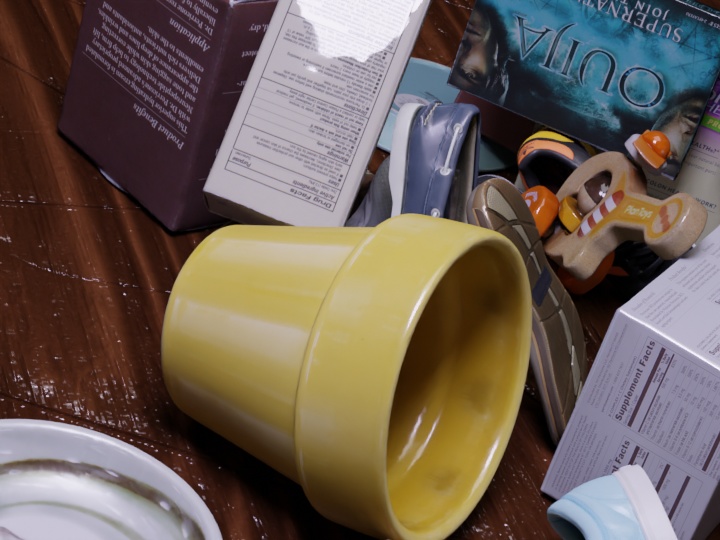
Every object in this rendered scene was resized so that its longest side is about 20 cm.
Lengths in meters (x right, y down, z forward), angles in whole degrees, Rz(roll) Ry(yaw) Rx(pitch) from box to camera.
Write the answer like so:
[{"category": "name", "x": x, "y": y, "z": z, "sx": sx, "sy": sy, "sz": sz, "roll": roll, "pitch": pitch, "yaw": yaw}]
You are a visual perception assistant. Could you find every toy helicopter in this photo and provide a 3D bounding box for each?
[{"category": "toy helicopter", "x": 0.197, "y": -0.048, "z": 1.459, "sx": 0.079, "sy": 0.133, "sz": 0.200, "roll": 40, "pitch": -7, "yaw": -21}]

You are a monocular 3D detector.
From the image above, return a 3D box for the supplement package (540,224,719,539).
[{"category": "supplement package", "x": 0.234, "y": 0.082, "z": 1.391, "sx": 0.111, "sy": 0.157, "sz": 0.200, "roll": 31, "pitch": 32, "yaw": 19}]

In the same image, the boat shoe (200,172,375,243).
[{"category": "boat shoe", "x": -0.055, "y": -0.035, "z": 1.515, "sx": 0.074, "sy": 0.075, "sz": 0.202, "roll": 21, "pitch": 28, "yaw": 22}]

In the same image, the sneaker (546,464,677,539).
[{"category": "sneaker", "x": 0.170, "y": 0.213, "z": 1.246, "sx": 0.081, "sy": 0.074, "sz": 0.201, "roll": -19, "pitch": 42, "yaw": -3}]

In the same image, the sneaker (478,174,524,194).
[{"category": "sneaker", "x": 0.086, "y": -0.026, "z": 1.546, "sx": 0.077, "sy": 0.078, "sz": 0.200, "roll": 41, "pitch": 25, "yaw": -17}]

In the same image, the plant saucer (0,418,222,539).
[{"category": "plant saucer", "x": -0.177, "y": 0.163, "z": 1.135, "sx": 0.199, "sy": 0.050, "sz": 0.201, "roll": 13, "pitch": 29, "yaw": -8}]

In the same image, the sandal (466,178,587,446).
[{"category": "sandal", "x": 0.110, "y": 0.031, "z": 1.413, "sx": 0.054, "sy": 0.201, "sz": 0.080, "roll": -15, "pitch": 20, "yaw": 29}]

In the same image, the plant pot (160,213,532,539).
[{"category": "plant pot", "x": -0.017, "y": 0.054, "z": 1.281, "sx": 0.188, "sy": 0.202, "sz": 0.201, "roll": 15, "pitch": 26, "yaw": 27}]

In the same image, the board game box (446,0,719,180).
[{"category": "board game box", "x": 0.180, "y": -0.170, "z": 1.580, "sx": 0.199, "sy": 0.136, "sz": 0.028, "roll": 23, "pitch": 23, "yaw": 10}]

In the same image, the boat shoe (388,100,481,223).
[{"category": "boat shoe", "x": 0.059, "y": -0.018, "z": 1.424, "sx": 0.061, "sy": 0.202, "sz": 0.075, "roll": 2, "pitch": 0, "yaw": 26}]

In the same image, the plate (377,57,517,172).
[{"category": "plate", "x": 0.061, "y": -0.150, "z": 1.818, "sx": 0.199, "sy": 0.026, "sz": 0.201, "roll": 15, "pitch": 30, "yaw": -9}]

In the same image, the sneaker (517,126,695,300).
[{"category": "sneaker", "x": 0.195, "y": -0.029, "z": 1.595, "sx": 0.200, "sy": 0.070, "sz": 0.090, "roll": 46, "pitch": 22, "yaw": 4}]

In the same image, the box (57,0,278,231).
[{"category": "box", "x": -0.110, "y": -0.165, "z": 1.568, "sx": 0.164, "sy": 0.201, "sz": 0.166, "roll": -13, "pitch": 42, "yaw": -43}]

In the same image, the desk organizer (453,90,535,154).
[{"category": "desk organizer", "x": 0.183, "y": -0.131, "z": 1.770, "sx": 0.199, "sy": 0.077, "sz": 0.072, "roll": 30, "pitch": 29, "yaw": 2}]

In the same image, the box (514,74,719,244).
[{"category": "box", "x": 0.235, "y": -0.109, "z": 1.668, "sx": 0.175, "sy": 0.201, "sz": 0.097, "roll": 21, "pitch": 30, "yaw": 7}]

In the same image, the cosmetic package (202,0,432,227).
[{"category": "cosmetic package", "x": -0.028, "y": -0.122, "z": 1.411, "sx": 0.103, "sy": 0.201, "sz": 0.087, "roll": 23, "pitch": -9, "yaw": 1}]

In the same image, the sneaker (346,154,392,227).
[{"category": "sneaker", "x": 0.000, "y": 0.000, "z": 1.483, "sx": 0.070, "sy": 0.080, "sz": 0.200, "roll": 35, "pitch": 56, "yaw": 9}]
